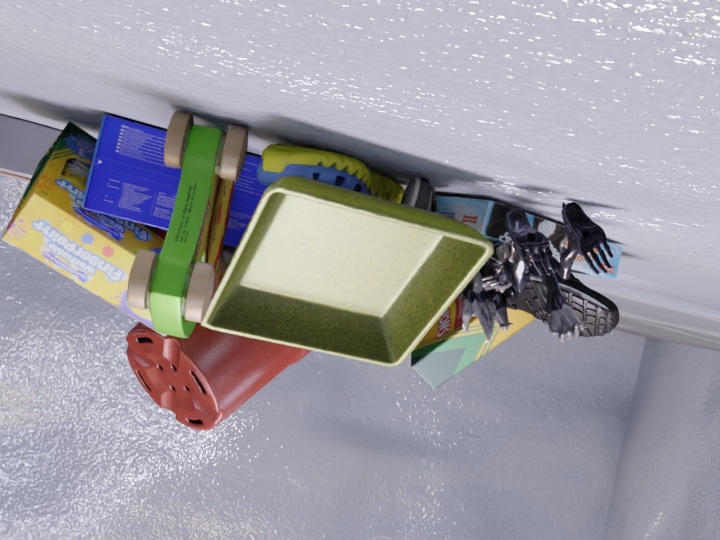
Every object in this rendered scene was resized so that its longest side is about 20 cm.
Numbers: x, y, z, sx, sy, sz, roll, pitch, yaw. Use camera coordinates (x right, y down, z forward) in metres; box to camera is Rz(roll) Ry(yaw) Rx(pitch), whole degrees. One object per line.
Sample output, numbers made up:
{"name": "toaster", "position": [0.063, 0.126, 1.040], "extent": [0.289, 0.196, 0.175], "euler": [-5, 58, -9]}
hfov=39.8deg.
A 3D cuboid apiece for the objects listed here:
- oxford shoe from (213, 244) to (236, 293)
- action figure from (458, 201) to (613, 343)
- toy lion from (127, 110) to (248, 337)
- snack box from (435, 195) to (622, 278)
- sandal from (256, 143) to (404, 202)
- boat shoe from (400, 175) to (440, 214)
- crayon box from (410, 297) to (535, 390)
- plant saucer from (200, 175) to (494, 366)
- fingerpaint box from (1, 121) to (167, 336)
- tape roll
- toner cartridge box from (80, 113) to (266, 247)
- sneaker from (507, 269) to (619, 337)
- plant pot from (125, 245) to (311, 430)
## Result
{"name": "oxford shoe", "position": [-0.122, 0.007, 1.044], "extent": [0.073, 0.072, 0.200], "euler": [-1, -164, -10]}
{"name": "action figure", "position": [0.138, 0.016, 0.878], "extent": [0.117, 0.103, 0.200], "euler": [-7, 163, -14]}
{"name": "toy lion", "position": [-0.144, -0.034, 0.884], "extent": [0.068, 0.203, 0.192], "euler": [11, 159, -2]}
{"name": "snack box", "position": [0.156, -0.034, 1.002], "extent": [0.198, 0.038, 0.116], "euler": [15, 178, -36]}
{"name": "sandal", "position": [-0.025, -0.057, 0.892], "extent": [0.079, 0.088, 0.199], "euler": [14, 177, 33]}
{"name": "boat shoe", "position": [0.056, -0.022, 0.938], "extent": [0.056, 0.068, 0.201], "euler": [13, 150, -1]}
{"name": "crayon box", "position": [0.151, 0.048, 1.259], "extent": [0.051, 0.199, 0.127], "euler": [44, -158, -19]}
{"name": "plant saucer", "position": [-0.017, -0.004, 0.856], "extent": [0.197, 0.048, 0.201], "euler": [13, 140, -19]}
{"name": "fingerpaint box", "position": [-0.265, -0.048, 1.084], "extent": [0.199, 0.073, 0.168], "euler": [35, -154, -21]}
{"name": "tape roll", "position": [-0.438, -0.154, 1.316], "extent": [0.197, 0.067, 0.200], "euler": [13, 178, 1]}
{"name": "toner cartridge box", "position": [-0.174, -0.084, 1.009], "extent": [0.197, 0.096, 0.043], "euler": [15, 178, -17]}
{"name": "sneaker", "position": [0.210, 0.004, 1.138], "extent": [0.198, 0.088, 0.076], "euler": [21, 146, 27]}
{"name": "plant pot", "position": [-0.163, 0.072, 1.195], "extent": [0.199, 0.203, 0.195], "euler": [12, -139, 36]}
